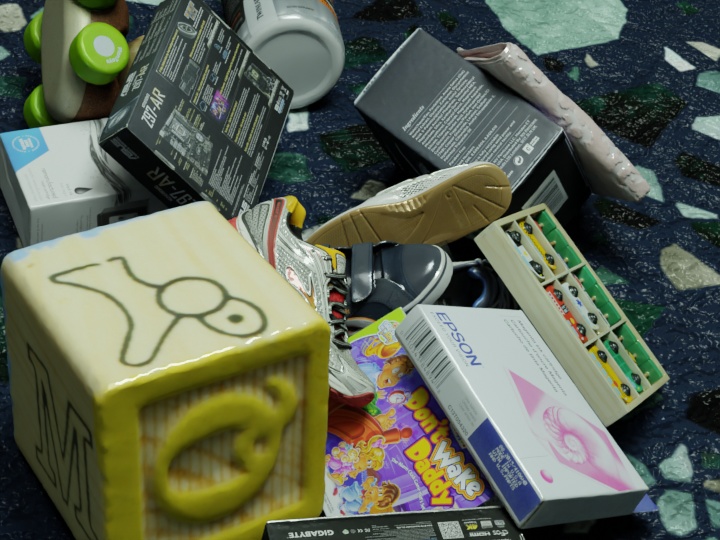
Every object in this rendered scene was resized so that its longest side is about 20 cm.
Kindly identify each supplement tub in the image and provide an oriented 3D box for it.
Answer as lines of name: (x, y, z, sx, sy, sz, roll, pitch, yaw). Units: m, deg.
supplement tub: (-0.089, -0.280, 1.756, 0.121, 0.124, 0.201, -1, 43, -13)

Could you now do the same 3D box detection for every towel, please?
towel: (0.180, -0.148, 1.587, 0.200, 0.032, 0.191, 42, -4, -16)

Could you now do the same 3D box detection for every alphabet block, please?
alphabet block: (-0.153, 0.091, 1.251, 0.193, 0.198, 0.200, -17, 38, -25)

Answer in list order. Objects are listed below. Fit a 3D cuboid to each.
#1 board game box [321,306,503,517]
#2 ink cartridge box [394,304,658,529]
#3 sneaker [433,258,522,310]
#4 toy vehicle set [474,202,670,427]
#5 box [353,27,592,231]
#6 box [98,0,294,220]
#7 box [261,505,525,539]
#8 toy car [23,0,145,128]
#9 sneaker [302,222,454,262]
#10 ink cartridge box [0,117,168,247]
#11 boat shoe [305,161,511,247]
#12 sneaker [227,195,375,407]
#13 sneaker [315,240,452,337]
board game box: (0.022, 0.144, 1.308, 0.134, 0.045, 0.201, -31, 52, 2)
ink cartridge box: (0.146, 0.113, 1.310, 0.199, 0.043, 0.197, 2, 45, -47)
sneaker: (0.110, 0.025, 1.462, 0.198, 0.085, 0.078, -10, 82, -24)
toy vehicle set: (0.190, 0.036, 1.435, 0.201, 0.026, 0.124, 55, 28, 7)
box: (0.111, -0.120, 1.578, 0.200, 0.148, 0.105, 40, 86, 28)
box: (-0.150, -0.146, 1.525, 0.160, 0.043, 0.202, 42, 43, -29)
box: (0.037, 0.246, 1.150, 0.197, 0.050, 0.161, -2, 40, -17)
toy car: (-0.221, -0.212, 1.628, 0.198, 0.164, 0.160, 8, 68, -30)
sneaker: (0.000, 0.000, 1.500, 0.198, 0.074, 0.082, -17, 53, -24)
ink cartridge box: (-0.238, -0.088, 1.553, 0.198, 0.067, 0.116, -11, 46, -23)
boat shoe: (0.041, -0.043, 1.458, 0.198, 0.072, 0.069, -21, 16, 4)
sneaker: (-0.041, 0.022, 1.316, 0.082, 0.078, 0.201, -32, 69, 2)
sneaker: (-0.021, 0.018, 1.393, 0.198, 0.080, 0.079, -24, 38, 18)
